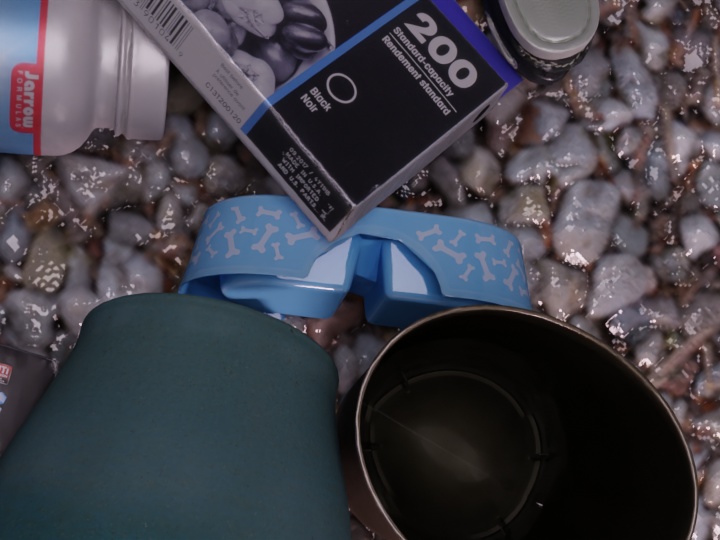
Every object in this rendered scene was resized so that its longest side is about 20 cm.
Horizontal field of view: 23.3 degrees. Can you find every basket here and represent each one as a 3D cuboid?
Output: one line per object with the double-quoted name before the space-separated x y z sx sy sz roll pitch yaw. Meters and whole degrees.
"basket" 0.059 0.098 0.920 0.180 0.200 0.136 29 80 -9

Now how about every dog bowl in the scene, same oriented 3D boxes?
"dog bowl" 0.000 0.000 0.969 0.199 0.112 0.050 6 74 -8

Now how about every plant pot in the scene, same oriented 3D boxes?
"plant pot" -0.092 0.121 0.840 0.199 0.200 0.189 14 64 -8

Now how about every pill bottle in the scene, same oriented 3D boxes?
"pill bottle" -0.204 -0.118 0.944 0.199 0.109 0.109 3 85 -8

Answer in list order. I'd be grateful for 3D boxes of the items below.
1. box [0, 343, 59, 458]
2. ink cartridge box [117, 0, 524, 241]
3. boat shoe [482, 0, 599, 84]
"box" -0.273 0.113 0.867 0.199 0.050 0.200 18 72 -14
"ink cartridge box" -0.016 -0.144 0.956 0.198 0.043 0.200 48 49 1
"boat shoe" 0.088 -0.206 1.021 0.075 0.060 0.201 -5 73 -7
